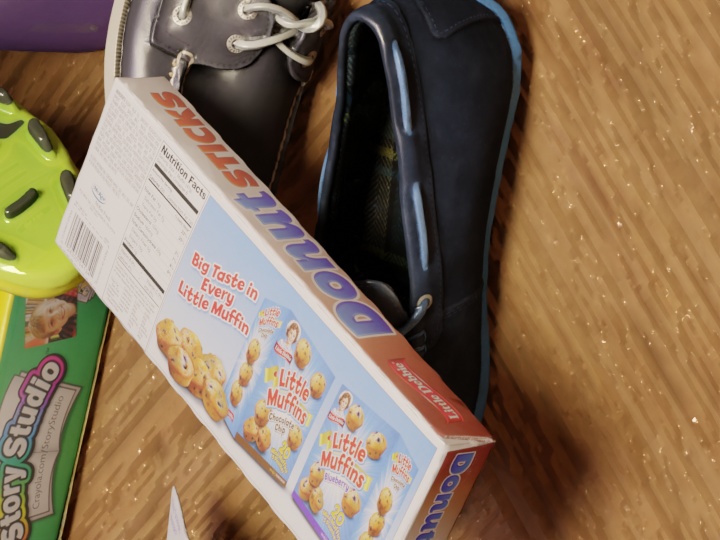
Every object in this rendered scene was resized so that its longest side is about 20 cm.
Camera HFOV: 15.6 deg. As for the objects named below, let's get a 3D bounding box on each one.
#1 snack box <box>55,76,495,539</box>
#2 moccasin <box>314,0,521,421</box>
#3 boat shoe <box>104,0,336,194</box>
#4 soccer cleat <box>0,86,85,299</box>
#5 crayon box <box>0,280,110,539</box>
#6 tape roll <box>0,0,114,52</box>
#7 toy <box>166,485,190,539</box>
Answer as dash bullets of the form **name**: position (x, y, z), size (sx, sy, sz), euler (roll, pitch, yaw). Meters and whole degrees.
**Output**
- **snack box**: position (-0.034, 0.020, 0.866), size (0.200, 0.024, 0.072), euler (47, 125, 35)
- **moccasin**: position (0.000, 0.000, 0.894), size (0.080, 0.068, 0.201), euler (15, 105, 44)
- **boat shoe**: position (-0.042, -0.099, 0.935), size (0.063, 0.073, 0.201), euler (5, 90, 49)
- **soccer cleat**: position (-0.169, -0.038, 1.012), size (0.200, 0.065, 0.084), euler (29, 152, 30)
- **crayon box**: position (-0.186, 0.042, 1.099), size (0.172, 0.058, 0.201), euler (26, 108, 41)
- **tape roll**: position (-0.141, -0.186, 1.027), size (0.200, 0.085, 0.201), euler (3, 94, 46)
- **toy**: position (-0.091, 0.191, 0.955), size (0.115, 0.047, 0.201), euler (-128, 43, -69)
